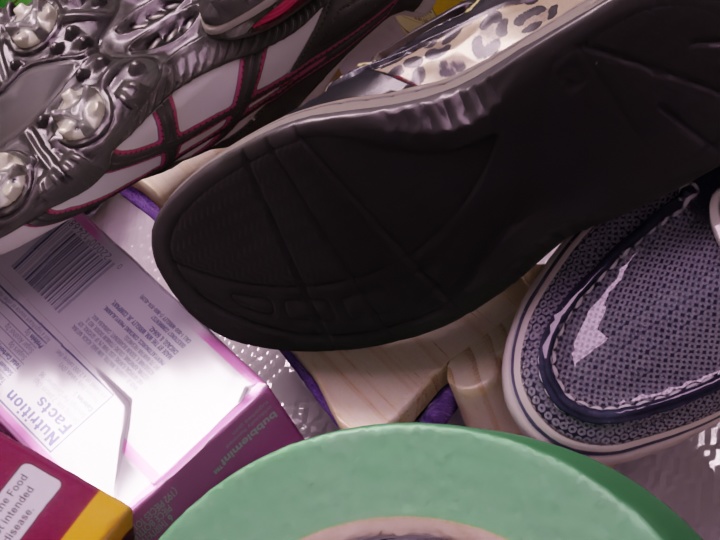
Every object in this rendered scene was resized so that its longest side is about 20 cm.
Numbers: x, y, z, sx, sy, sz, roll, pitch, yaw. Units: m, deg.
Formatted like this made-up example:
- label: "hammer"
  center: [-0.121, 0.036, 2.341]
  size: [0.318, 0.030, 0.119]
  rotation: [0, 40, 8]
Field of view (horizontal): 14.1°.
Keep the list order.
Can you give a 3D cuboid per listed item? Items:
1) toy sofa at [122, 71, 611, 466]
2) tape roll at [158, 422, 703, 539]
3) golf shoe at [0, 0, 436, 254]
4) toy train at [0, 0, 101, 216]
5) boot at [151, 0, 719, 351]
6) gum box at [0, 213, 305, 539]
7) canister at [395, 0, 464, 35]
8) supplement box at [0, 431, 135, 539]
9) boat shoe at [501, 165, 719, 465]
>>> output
- label: "toy sofa"
  center: [0.000, 0.000, 0.941]
  size: [0.097, 0.083, 0.200]
  rotation: [-36, 49, -12]
- label: "tape roll"
  center: [0.019, 0.143, 0.802]
  size: [0.199, 0.048, 0.202]
  rotation: [-2, 84, 20]
- label: "golf shoe"
  center: [-0.062, -0.054, 0.895]
  size: [0.200, 0.088, 0.077]
  rotation: [-35, 52, 11]
- label: "toy train"
  center: [-0.149, -0.104, 1.040]
  size: [0.056, 0.200, 0.042]
  rotation: [-48, 21, -20]
- label: "boot"
  center: [0.044, -0.057, 0.867]
  size: [0.203, 0.074, 0.154]
  rotation: [-24, 19, 26]
- label: "gum box"
  center: [-0.080, 0.043, 0.939]
  size: [0.066, 0.114, 0.200]
  rotation: [-42, 49, -8]
- label: "canister"
  center: [0.048, -0.154, 0.963]
  size: [0.086, 0.200, 0.149]
  rotation: [22, 68, 37]
- label: "supplement box"
  center: [-0.177, 0.081, 0.839]
  size: [0.199, 0.086, 0.110]
  rotation: [28, 57, 13]
- label: "boat shoe"
  center: [0.124, -0.020, 0.808]
  size: [0.200, 0.093, 0.075]
  rotation: [-38, 84, -5]
